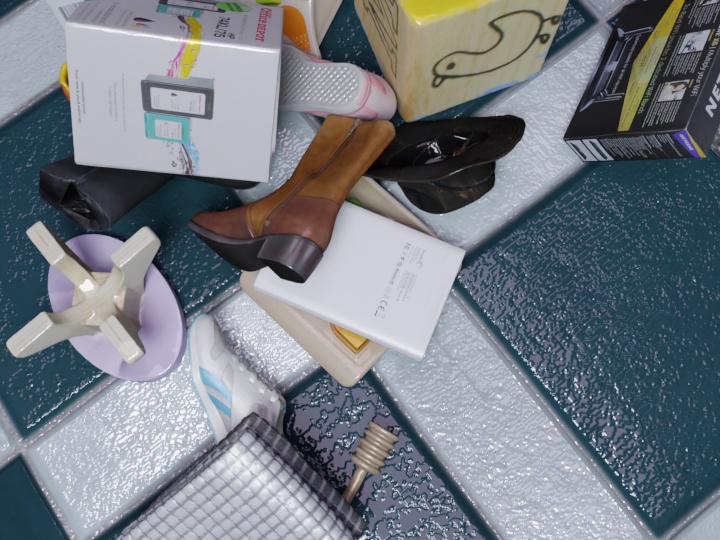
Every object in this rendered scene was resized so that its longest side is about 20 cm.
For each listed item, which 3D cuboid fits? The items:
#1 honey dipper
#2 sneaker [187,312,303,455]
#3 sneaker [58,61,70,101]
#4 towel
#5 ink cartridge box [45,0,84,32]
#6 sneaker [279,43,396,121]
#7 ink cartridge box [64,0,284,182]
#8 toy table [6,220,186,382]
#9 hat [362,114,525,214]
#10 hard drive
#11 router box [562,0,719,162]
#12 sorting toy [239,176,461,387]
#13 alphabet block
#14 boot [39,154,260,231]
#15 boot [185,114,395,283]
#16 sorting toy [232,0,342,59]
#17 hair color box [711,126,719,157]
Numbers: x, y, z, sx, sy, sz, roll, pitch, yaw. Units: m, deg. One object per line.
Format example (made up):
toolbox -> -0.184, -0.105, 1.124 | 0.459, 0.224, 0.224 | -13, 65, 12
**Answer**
honey dipper -> -0.024, 0.255, 0.752 | 0.038, 0.038, 0.201 | 29, 80, 10
sneaker -> -0.127, 0.136, 0.771 | 0.080, 0.077, 0.201 | -22, 84, -1
sneaker -> -0.268, -0.221, 0.873 | 0.198, 0.077, 0.074 | -3, 73, 0
towel -> -0.118, 0.256, 0.694 | 0.200, 0.086, 0.166 | -41, 98, 13
ink cartridge box -> -0.283, -0.347, 0.785 | 0.145, 0.201, 0.083 | -7, 44, 17
sneaker -> -0.041, -0.217, 0.870 | 0.199, 0.104, 0.076 | 24, 99, 38
ink cartridge box -> -0.184, -0.197, 0.751 | 0.198, 0.147, 0.147 | 5, 34, -8
toy table -> -0.285, 0.032, 0.784 | 0.199, 0.117, 0.184 | 36, 79, 10
hat -> 0.093, -0.112, 0.815 | 0.199, 0.201, 0.081 | -20, 118, -3
hard drive -> 0.000, 0.000, 0.791 | 0.199, 0.027, 0.133 | 23, 73, 7
router box -> 0.339, -0.220, 0.805 | 0.052, 0.157, 0.201 | 35, 76, -32
sorting toy -> -0.012, 0.001, 0.820 | 0.185, 0.036, 0.200 | 42, 81, 12
alphabet block -> 0.105, -0.324, 0.815 | 0.194, 0.200, 0.197 | -22, 74, -4
boot -> -0.221, -0.102, 0.784 | 0.164, 0.200, 0.066 | 19, 121, 17
boot -> -0.081, -0.096, 0.777 | 0.187, 0.068, 0.201 | 10, 64, 43
sorting toy -> -0.099, -0.389, 0.914 | 0.179, 0.107, 0.201 | 18, 75, 27
hair color box -> 0.475, -0.234, 0.847 | 0.200, 0.064, 0.111 | -41, 77, -7
